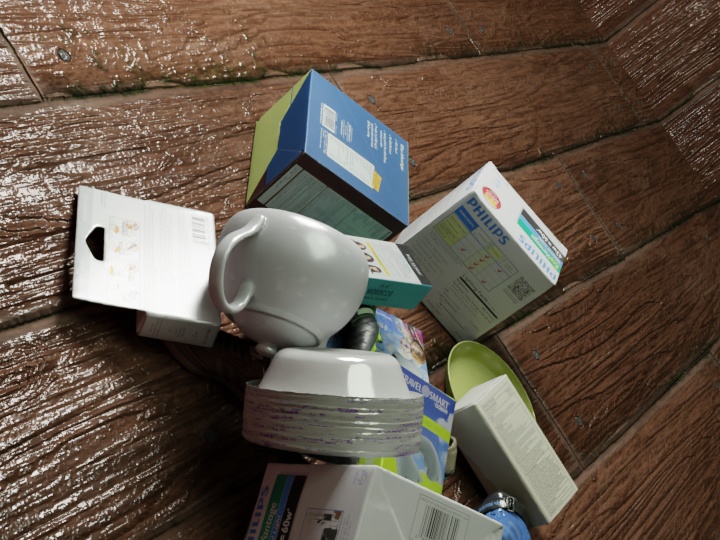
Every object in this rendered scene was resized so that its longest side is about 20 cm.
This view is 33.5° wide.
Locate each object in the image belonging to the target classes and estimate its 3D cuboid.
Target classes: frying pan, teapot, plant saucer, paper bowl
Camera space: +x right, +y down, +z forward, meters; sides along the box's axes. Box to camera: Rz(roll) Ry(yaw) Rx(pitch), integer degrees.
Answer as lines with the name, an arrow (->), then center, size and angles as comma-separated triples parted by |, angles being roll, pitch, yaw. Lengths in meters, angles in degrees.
frying pan -> -0.080, 0.203, 1.410 | 0.189, 0.115, 0.031 | 23, 83, -41
teapot -> -0.092, 0.027, 1.384 | 0.199, 0.197, 0.147 | 23, 70, -13
plant saucer -> 0.194, 0.203, 1.833 | 0.199, 0.031, 0.201 | 33, 38, -30
paper bowl -> -0.029, 0.141, 1.318 | 0.200, 0.200, 0.105 | 4, 90, -51

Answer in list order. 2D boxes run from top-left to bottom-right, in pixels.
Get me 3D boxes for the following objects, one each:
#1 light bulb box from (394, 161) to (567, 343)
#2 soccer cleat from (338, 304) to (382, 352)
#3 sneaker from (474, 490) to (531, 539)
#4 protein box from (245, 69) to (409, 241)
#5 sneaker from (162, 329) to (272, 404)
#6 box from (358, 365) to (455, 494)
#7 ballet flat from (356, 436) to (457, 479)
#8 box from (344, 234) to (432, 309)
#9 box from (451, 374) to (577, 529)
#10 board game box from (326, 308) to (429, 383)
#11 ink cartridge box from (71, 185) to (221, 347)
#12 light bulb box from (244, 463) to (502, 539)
light bulb box -> 0.182, -0.024, 1.879 | 0.198, 0.200, 0.125 | 48, 32, -9
soccer cleat -> -0.013, 0.062, 1.598 | 0.081, 0.068, 0.201 | 30, 30, -15
sneaker -> 0.167, 0.347, 1.608 | 0.199, 0.076, 0.112 | 28, 45, -41
protein box -> -0.044, -0.144, 1.760 | 0.199, 0.135, 0.199 | 34, 36, -28
sneaker -> -0.147, 0.102, 1.442 | 0.200, 0.075, 0.071 | 39, 34, -22
box -> 0.058, 0.213, 1.503 | 0.122, 0.047, 0.201 | 35, 53, -36
ballet flat -> 0.052, 0.232, 1.564 | 0.199, 0.068, 0.076 | 9, 96, -42
box -> 0.000, 0.000, 1.582 | 0.199, 0.049, 0.083 | 8, 40, -45
box -> 0.213, 0.261, 1.710 | 0.095, 0.078, 0.201 | -32, 91, -44
board game box -> 0.014, 0.135, 1.652 | 0.199, 0.043, 0.200 | 27, 41, -34
ink cartridge box -> -0.256, -0.006, 1.420 | 0.172, 0.044, 0.201 | 11, 40, -20
light bulb box -> 0.009, 0.299, 1.293 | 0.198, 0.199, 0.126 | 30, 66, -32
